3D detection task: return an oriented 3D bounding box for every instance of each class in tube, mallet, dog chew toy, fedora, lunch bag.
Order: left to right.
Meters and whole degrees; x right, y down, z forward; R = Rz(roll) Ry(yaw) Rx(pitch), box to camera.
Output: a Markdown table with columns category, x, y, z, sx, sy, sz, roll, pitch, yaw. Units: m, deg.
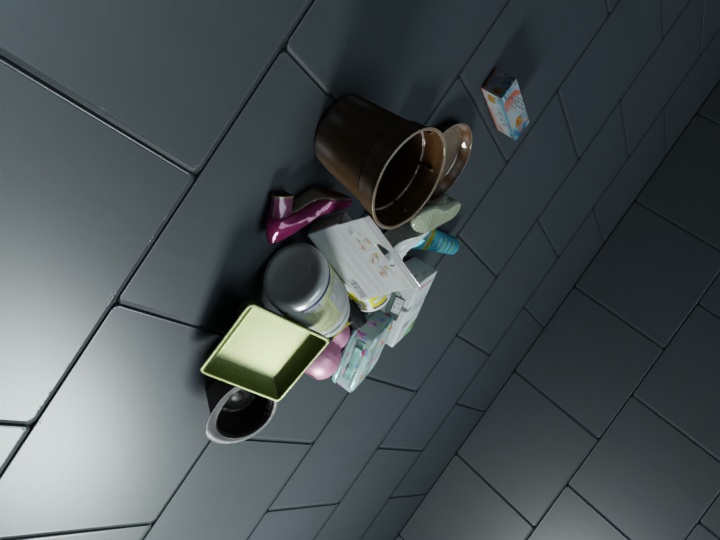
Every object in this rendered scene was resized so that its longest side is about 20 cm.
| category | x | y | z | sx | sy | sz | roll | pitch | yaw |
| --- | --- | --- | --- | --- | --- | --- | --- | --- | --- |
| fedora | -0.273 | 0.286 | 1.450 | 0.198 | 0.090 | 0.180 | 17 | 107 | -52 |
| dog chew toy | -0.080 | 0.152 | 1.565 | 0.204 | 0.122 | 0.125 | -61 | 152 | -12 |
| mallet | -0.067 | 0.136 | 1.481 | 0.198 | 0.067 | 0.041 | -32 | -179 | -37 |
| lunch bag | 0.004 | 0.194 | 1.649 | 0.160 | 0.076 | 0.204 | -35 | 151 | -60 |
| tube | 0.203 | -0.083 | 1.802 | 0.197 | 0.050 | 0.079 | 10 | 107 | -52 |

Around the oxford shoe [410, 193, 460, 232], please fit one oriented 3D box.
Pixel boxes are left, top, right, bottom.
| category | x | y | z | sx | sy | sz | roll | pitch | yaw |
| --- | --- | --- | --- | --- | --- | --- | --- | --- | --- |
| oxford shoe | 0.174 | -0.143 | 1.609 | 0.198 | 0.057 | 0.076 | -25 | 148 | -48 |

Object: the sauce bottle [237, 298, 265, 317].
| category | x | y | z | sx | sy | sz | roll | pitch | yaw |
| --- | --- | --- | --- | --- | --- | --- | --- | --- | --- |
| sauce bottle | -0.221 | 0.150 | 1.409 | 0.064 | 0.064 | 0.204 | -35 | 145 | -28 |

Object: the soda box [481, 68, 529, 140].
| category | x | y | z | sx | sy | sz | roll | pitch | yaw |
| --- | --- | --- | --- | --- | --- | --- | --- | --- | --- |
| soda box | 0.366 | -0.414 | 1.654 | 0.064 | 0.068 | 0.200 | -51 | 150 | -1 |

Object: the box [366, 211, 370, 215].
| category | x | y | z | sx | sy | sz | roll | pitch | yaw |
| --- | --- | --- | --- | --- | --- | --- | --- | --- | --- |
| box | 0.092 | -0.205 | 1.479 | 0.099 | 0.074 | 0.204 | -19 | 138 | -46 |

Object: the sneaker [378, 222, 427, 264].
| category | x | y | z | sx | sy | sz | roll | pitch | yaw |
| --- | --- | --- | --- | --- | --- | --- | --- | --- | --- |
| sneaker | 0.096 | -0.056 | 1.653 | 0.197 | 0.074 | 0.117 | -31 | 149 | -22 |

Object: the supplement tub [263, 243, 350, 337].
| category | x | y | z | sx | sy | sz | roll | pitch | yaw |
| --- | --- | --- | --- | --- | --- | --- | --- | --- | --- |
| supplement tub | -0.106 | 0.050 | 1.387 | 0.146 | 0.144 | 0.201 | -47 | 150 | -8 |

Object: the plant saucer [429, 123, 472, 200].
| category | x | y | z | sx | sy | sz | roll | pitch | yaw |
| --- | --- | --- | --- | --- | --- | --- | --- | --- | --- |
| plant saucer | 0.197 | -0.269 | 1.603 | 0.198 | 0.034 | 0.204 | -35 | 146 | -28 |

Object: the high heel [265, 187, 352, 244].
| category | x | y | z | sx | sy | sz | roll | pitch | yaw |
| --- | --- | --- | --- | --- | --- | --- | --- | --- | --- |
| high heel | -0.102 | -0.108 | 1.304 | 0.195 | 0.067 | 0.099 | -4 | 117 | -35 |

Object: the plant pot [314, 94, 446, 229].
| category | x | y | z | sx | sy | sz | roll | pitch | yaw |
| --- | --- | --- | --- | --- | --- | --- | --- | --- | --- |
| plant pot | 0.028 | -0.220 | 1.243 | 0.198 | 0.197 | 0.204 | -34 | 146 | -27 |

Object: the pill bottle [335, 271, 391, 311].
| category | x | y | z | sx | sy | sz | roll | pitch | yaw |
| --- | --- | --- | --- | --- | --- | --- | --- | --- | --- |
| pill bottle | 0.000 | 0.000 | 1.514 | 0.109 | 0.108 | 0.202 | -44 | 143 | -13 |

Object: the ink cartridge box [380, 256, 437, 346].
| category | x | y | z | sx | sy | sz | roll | pitch | yaw |
| --- | --- | --- | --- | --- | --- | --- | --- | --- | --- |
| ink cartridge box | 0.116 | 0.081 | 1.777 | 0.145 | 0.083 | 0.205 | -29 | 144 | -60 |

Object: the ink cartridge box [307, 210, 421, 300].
| category | x | y | z | sx | sy | sz | roll | pitch | yaw |
| --- | --- | --- | --- | --- | --- | --- | --- | --- | --- |
| ink cartridge box | 0.013 | -0.033 | 1.342 | 0.201 | 0.173 | 0.045 | 52 | 45 | -28 |

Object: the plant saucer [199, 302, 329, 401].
| category | x | y | z | sx | sy | sz | roll | pitch | yaw |
| --- | --- | --- | --- | --- | --- | --- | --- | --- | --- |
| plant saucer | -0.194 | 0.156 | 1.333 | 0.197 | 0.048 | 0.201 | 27 | 117 | -30 |

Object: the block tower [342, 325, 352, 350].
| category | x | y | z | sx | sy | sz | roll | pitch | yaw |
| --- | --- | --- | --- | --- | --- | --- | --- | --- | --- |
| block tower | -0.048 | 0.150 | 1.669 | 0.053 | 0.057 | 0.205 | -11 | 129 | -50 |
